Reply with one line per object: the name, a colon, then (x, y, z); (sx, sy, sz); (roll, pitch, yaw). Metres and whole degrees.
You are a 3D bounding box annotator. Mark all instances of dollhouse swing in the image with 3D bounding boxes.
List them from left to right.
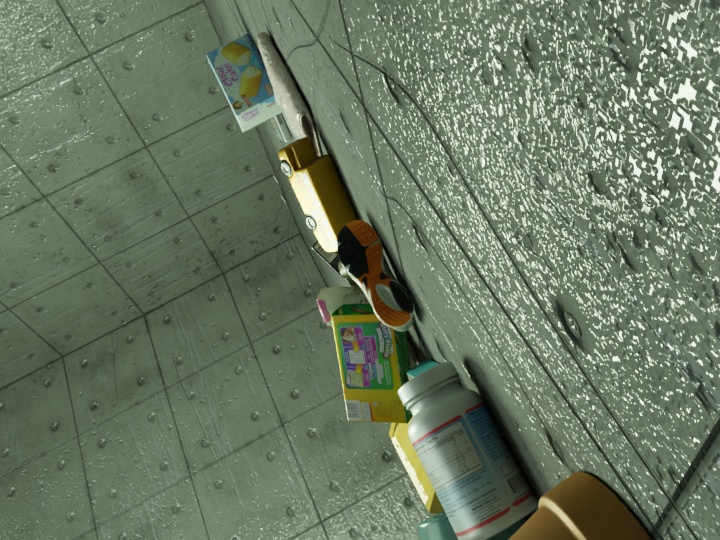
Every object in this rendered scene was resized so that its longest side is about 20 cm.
dollhouse swing: (0.168, 0.332, 1.344); (0.179, 0.178, 0.201); (17, -157, -32)

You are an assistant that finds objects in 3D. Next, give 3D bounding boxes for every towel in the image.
towel: (-0.133, -0.316, 1.309); (0.203, 0.032, 0.192); (61, 174, 23)

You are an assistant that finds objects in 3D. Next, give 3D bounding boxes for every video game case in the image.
video game case: (-0.237, -0.432, 1.824); (0.200, 0.023, 0.185); (-131, 16, -71)

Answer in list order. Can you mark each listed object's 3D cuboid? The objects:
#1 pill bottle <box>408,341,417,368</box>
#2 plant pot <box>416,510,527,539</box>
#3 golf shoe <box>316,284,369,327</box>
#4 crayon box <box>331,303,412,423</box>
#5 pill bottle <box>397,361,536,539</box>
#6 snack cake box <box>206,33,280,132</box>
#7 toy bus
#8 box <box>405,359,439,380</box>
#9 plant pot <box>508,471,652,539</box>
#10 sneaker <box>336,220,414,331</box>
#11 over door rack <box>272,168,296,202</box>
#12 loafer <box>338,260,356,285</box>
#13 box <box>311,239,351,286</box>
pill bottle: (0.044, 0.165, 1.357); (0.115, 0.111, 0.200); (66, 175, -22)
plant pot: (0.174, 0.417, 0.935); (0.201, 0.196, 0.200); (80, 170, -72)
golf shoe: (-0.017, 0.055, 1.310); (0.077, 0.090, 0.199); (68, -160, 4)
crayon box: (0.025, 0.163, 1.215); (0.058, 0.116, 0.205); (-33, -63, -63)
pill bottle: (0.126, 0.223, 0.863); (0.109, 0.107, 0.203); (80, 164, -72)
snack cake box: (-0.267, -0.436, 1.603); (0.203, 0.113, 0.067); (61, 174, 24)
toy bus: (-0.070, -0.136, 1.236); (0.077, 0.065, 0.204); (-2, 117, 52)
box: (0.120, 0.194, 1.089); (0.084, 0.048, 0.200); (64, 174, 2)
plant pot: (0.173, 0.289, 0.555); (0.203, 0.138, 0.200); (62, 174, 12)
sneaker: (0.023, 0.015, 1.112); (0.203, 0.074, 0.092); (63, 179, 23)
over door rack: (-0.079, -0.125, 1.381); (0.199, 0.067, 0.148); (43, 171, 8)
loafer: (0.000, 0.000, 1.257); (0.077, 0.068, 0.200); (63, 175, 5)
box: (-0.046, -0.013, 1.527); (0.143, 0.036, 0.200); (44, 178, -4)
